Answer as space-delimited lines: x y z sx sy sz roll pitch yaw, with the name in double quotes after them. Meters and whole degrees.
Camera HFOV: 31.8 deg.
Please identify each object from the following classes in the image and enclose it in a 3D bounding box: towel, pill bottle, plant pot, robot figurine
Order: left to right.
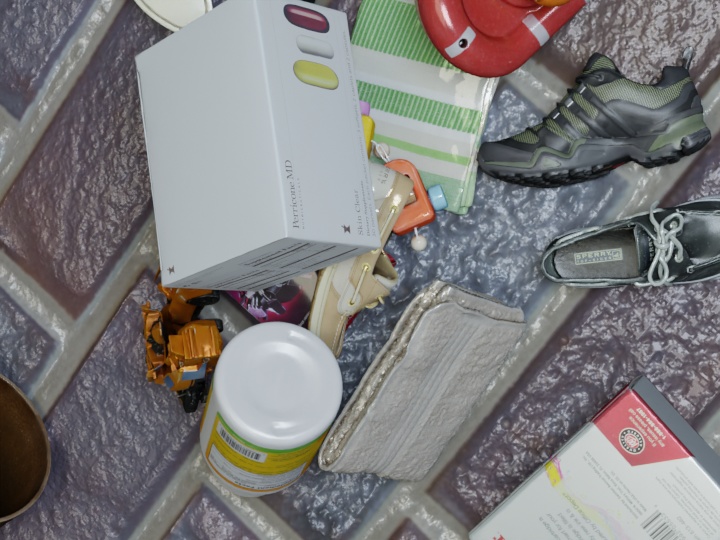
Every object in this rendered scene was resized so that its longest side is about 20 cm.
-0.450 0.222 1.307 0.200 0.186 0.188 -43 79 33 "plant pot"
-0.167 0.052 1.171 0.057 0.200 0.147 -3 75 -17 "robot figurine"
-0.087 0.135 1.136 0.109 0.200 0.112 5 63 -11 "pill bottle"
0.053 -0.166 1.154 0.151 0.023 0.203 17 102 19 "towel"
0.058 0.104 1.118 0.034 0.132 0.201 46 111 42 "towel"

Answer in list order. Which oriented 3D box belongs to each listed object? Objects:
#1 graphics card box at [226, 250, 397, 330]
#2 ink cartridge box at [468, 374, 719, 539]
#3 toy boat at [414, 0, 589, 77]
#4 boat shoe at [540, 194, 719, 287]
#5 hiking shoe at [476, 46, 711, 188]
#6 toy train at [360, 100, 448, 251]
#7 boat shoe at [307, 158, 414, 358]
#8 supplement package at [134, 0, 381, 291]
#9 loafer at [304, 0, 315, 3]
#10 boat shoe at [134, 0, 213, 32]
-0.079 -0.023 1.199 0.200 0.051 0.126 42 106 14 "graphics card box"
0.214 0.213 1.090 0.200 0.083 0.146 -45 79 18 "ink cartridge box"
0.140 -0.245 1.028 0.200 0.131 0.131 -44 113 4 "toy boat"
0.249 -0.022 1.065 0.197 0.068 0.075 -4 93 21 "boat shoe"
0.194 -0.131 1.084 0.197 0.076 0.102 -9 83 12 "hiking shoe"
-0.030 -0.073 1.131 0.198 0.056 0.152 -18 79 7 "toy train"
0.000 0.000 1.095 0.068 0.074 0.202 14 123 1 "boat shoe"
-0.086 -0.100 1.028 0.155 0.110 0.203 -19 76 41 "supplement package"
-0.083 -0.225 1.164 0.070 0.068 0.203 2 77 36 "loafer"
-0.213 -0.303 1.218 0.200 0.062 0.075 43 91 3 "boat shoe"
